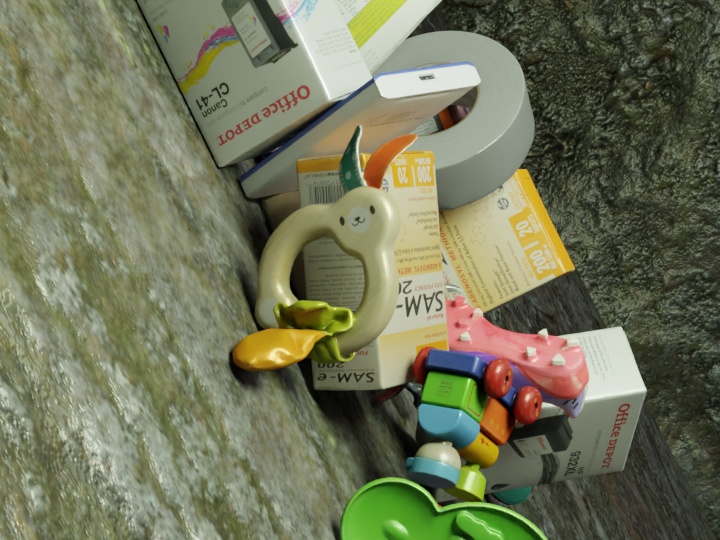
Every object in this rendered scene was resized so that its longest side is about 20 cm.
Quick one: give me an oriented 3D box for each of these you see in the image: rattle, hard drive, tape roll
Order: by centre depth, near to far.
[{"bbox_3d":[-0.034,-0.025,1.402,0.143,0.201,0.130,9,23,-49],"label":"rattle"},{"bbox_3d":[-0.002,-0.126,1.583,0.132,0.200,0.025,-14,77,-45],"label":"hard drive"},{"bbox_3d":[0.079,-0.157,1.836,0.066,0.199,0.201,67,6,-48],"label":"tape roll"}]

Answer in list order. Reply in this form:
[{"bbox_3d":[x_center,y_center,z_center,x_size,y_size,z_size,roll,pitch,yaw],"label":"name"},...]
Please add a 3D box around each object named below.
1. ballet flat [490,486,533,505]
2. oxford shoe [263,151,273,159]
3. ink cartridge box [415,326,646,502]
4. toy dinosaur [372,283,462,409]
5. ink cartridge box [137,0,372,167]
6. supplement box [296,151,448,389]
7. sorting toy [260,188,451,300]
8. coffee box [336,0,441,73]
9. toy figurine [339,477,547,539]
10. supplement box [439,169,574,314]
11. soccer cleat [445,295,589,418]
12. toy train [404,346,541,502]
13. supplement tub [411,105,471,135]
[{"bbox_3d":[0.126,0.168,1.930,0.200,0.068,0.075,55,-1,-26],"label":"ballet flat"},{"bbox_3d":[-0.044,-0.078,1.760,0.200,0.071,0.073,49,39,-36],"label":"oxford shoe"},{"bbox_3d":[0.163,0.141,1.712,0.145,0.199,0.084,95,-17,-50],"label":"ink cartridge box"},{"bbox_3d":[0.040,0.037,1.779,0.182,0.105,0.200,53,17,18],"label":"toy dinosaur"},{"bbox_3d":[-0.099,-0.214,1.564,0.086,0.147,0.201,-23,86,-56],"label":"ink cartridge box"},{"bbox_3d":[0.013,-0.002,1.542,0.126,0.073,0.201,-9,95,-59],"label":"supplement box"},{"bbox_3d":[0.000,0.000,1.689,0.200,0.036,0.186,1,61,-49],"label":"sorting toy"},{"bbox_3d":[-0.021,-0.330,1.830,0.198,0.200,0.200,44,1,-13],"label":"coffee box"},{"bbox_3d":[0.067,0.241,1.482,0.200,0.150,0.184,38,0,-2],"label":"toy figurine"},{"bbox_3d":[0.114,-0.011,1.907,0.126,0.199,0.074,63,16,4],"label":"supplement box"},{"bbox_3d":[0.118,0.079,1.615,0.067,0.199,0.077,-43,138,-42],"label":"soccer cleat"},{"bbox_3d":[0.106,0.152,1.536,0.200,0.084,0.116,42,62,-55],"label":"toy train"},{"bbox_3d":[0.058,-0.160,1.963,0.107,0.199,0.107,-22,90,-86],"label":"supplement tub"}]
